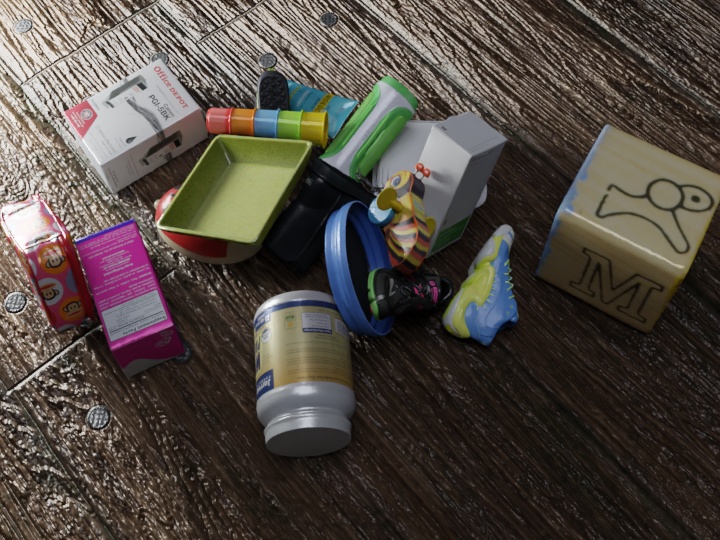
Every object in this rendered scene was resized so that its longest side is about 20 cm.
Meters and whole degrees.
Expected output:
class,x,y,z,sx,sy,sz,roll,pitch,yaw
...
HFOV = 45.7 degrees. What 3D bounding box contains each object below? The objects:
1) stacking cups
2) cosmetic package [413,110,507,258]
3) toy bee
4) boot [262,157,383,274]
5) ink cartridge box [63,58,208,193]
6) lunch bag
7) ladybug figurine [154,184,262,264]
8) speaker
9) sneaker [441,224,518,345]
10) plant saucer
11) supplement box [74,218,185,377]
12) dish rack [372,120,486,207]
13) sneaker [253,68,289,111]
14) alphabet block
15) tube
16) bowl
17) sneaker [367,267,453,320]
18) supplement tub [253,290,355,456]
class,x,y,z,sx,sy,sz,roll,pitch,yaw
stacking cups,-0.151,-0.233,1.391,0.195,0.061,0.062,3,61,5
cosmetic package,0.134,-0.133,1.325,0.085,0.202,0.107,41,44,21
toy bee,0.061,-0.103,1.257,0.108,0.130,0.202,-38,70,21
boot,-0.051,-0.068,1.367,0.169,0.199,0.077,-53,45,10
ink cartridge box,-0.385,-0.253,1.474,0.198,0.083,0.147,-34,65,-16
lunch bag,-0.468,0.001,1.286,0.081,0.179,0.200,-23,41,-23
ladybug figurine,-0.248,-0.085,1.388,0.195,0.072,0.138,14,62,8
speaker,0.009,-0.221,1.424,0.088,0.088,0.201,37,87,19
sneaker,0.210,0.031,1.329,0.104,0.076,0.202,32,73,4
plant saucer,-0.184,-0.115,1.308,0.196,0.048,0.202,9,56,31
supplement box,-0.352,0.041,1.304,0.101,0.102,0.203,-20,64,-11
dish rack,0.118,-0.190,1.459,0.195,0.044,0.175,1,62,2
sneaker,-0.151,-0.242,1.462,0.070,0.083,0.205,6,95,-12
alphabet block,0.406,-0.061,1.299,0.197,0.198,0.197,29,66,15
tube,-0.092,-0.287,1.474,0.198,0.050,0.078,28,83,37
bowl,0.000,0.000,1.275,0.039,0.201,0.205,-13,59,19
sneaker,0.075,0.028,1.259,0.082,0.199,0.079,-11,90,33
supplement tub,-0.080,0.148,1.218,0.141,0.145,0.204,-5,61,-2
